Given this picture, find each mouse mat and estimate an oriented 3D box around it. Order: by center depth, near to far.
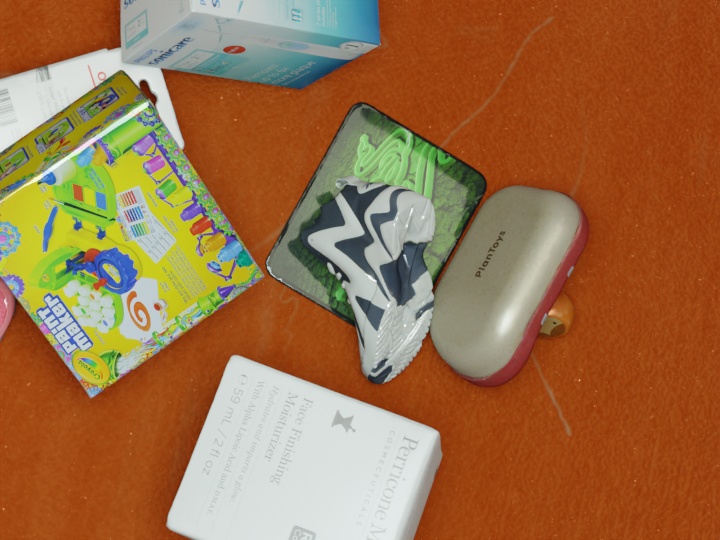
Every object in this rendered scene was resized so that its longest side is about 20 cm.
[{"bbox_3d":[0.017,-0.046,1.661,0.160,0.008,0.201,30,78,-7],"label":"mouse mat"}]

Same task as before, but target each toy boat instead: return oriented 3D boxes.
[{"bbox_3d":[0.159,0.025,1.637,0.131,0.130,0.201,38,77,-35],"label":"toy boat"}]

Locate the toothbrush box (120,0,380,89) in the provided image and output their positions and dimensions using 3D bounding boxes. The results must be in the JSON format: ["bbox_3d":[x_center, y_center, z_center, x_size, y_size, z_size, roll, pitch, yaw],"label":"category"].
[{"bbox_3d":[-0.102,-0.238,1.550,0.199,0.146,0.086,6,75,-34],"label":"toothbrush box"}]

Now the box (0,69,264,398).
[{"bbox_3d":[-0.227,-0.034,1.504,0.192,0.122,0.201,-34,117,-5],"label":"box"}]

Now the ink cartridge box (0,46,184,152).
[{"bbox_3d":[-0.276,-0.132,1.579,0.199,0.067,0.117,-17,88,-13],"label":"ink cartridge box"}]

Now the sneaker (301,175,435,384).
[{"bbox_3d":[0.000,0.000,1.617,0.079,0.129,0.201,-25,129,-36],"label":"sneaker"}]

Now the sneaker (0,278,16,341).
[{"bbox_3d":[-0.394,0.076,1.524,0.200,0.087,0.074,-38,93,-13],"label":"sneaker"}]

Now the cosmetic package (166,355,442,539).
[{"bbox_3d":[-0.044,0.196,1.518,0.199,0.165,0.166,19,79,9],"label":"cosmetic package"}]
